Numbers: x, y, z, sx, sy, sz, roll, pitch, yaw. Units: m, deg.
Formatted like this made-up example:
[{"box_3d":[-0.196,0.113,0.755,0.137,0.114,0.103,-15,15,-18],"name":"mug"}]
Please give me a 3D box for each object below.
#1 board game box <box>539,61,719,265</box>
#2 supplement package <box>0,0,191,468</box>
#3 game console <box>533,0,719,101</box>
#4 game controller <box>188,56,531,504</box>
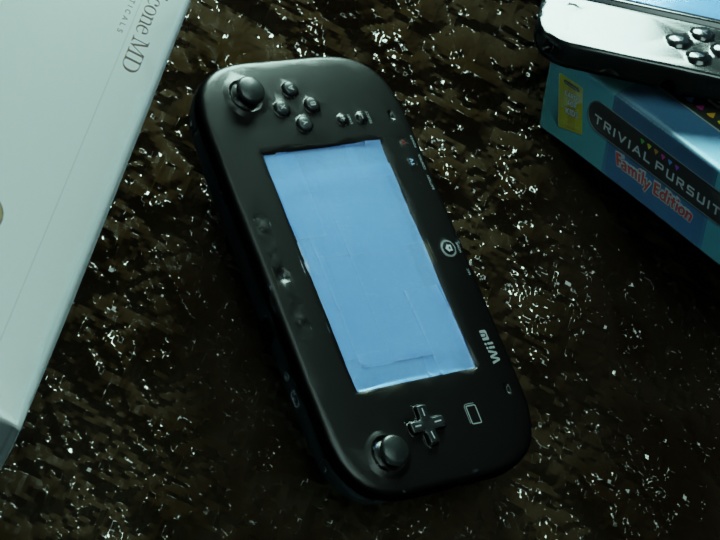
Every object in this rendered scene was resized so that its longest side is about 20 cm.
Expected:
[{"box_3d":[0.207,-0.078,0.941,0.199,0.047,0.151,-24,49,-31],"name":"board game box"},{"box_3d":[-0.153,-0.019,0.732,0.110,0.156,0.201,23,57,-10],"name":"supplement package"},{"box_3d":[0.182,-0.174,0.922,0.174,0.117,0.201,13,40,5],"name":"game console"},{"box_3d":[0.000,0.000,0.855,0.104,0.042,0.201,-13,71,-27],"name":"game controller"}]
